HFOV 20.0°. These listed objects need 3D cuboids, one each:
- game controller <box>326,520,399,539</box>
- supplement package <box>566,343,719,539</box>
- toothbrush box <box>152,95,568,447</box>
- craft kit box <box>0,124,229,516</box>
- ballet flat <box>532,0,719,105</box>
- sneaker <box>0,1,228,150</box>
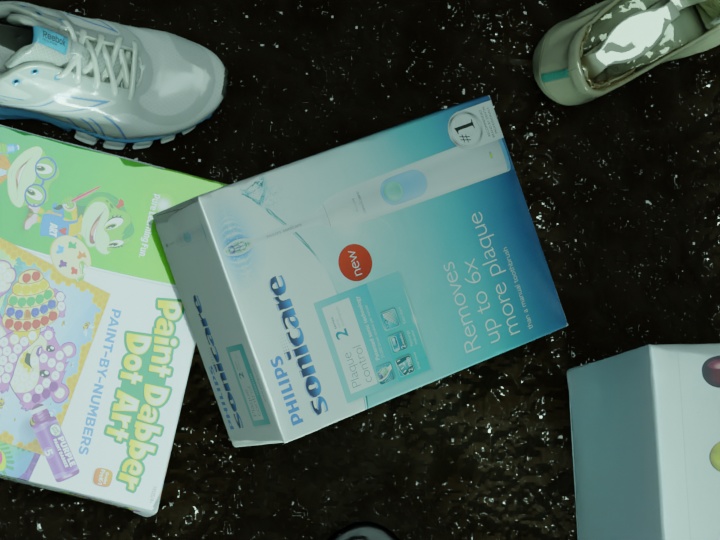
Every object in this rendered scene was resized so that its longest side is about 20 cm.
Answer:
[{"bbox_3d":[0.029,0.248,1.204,0.104,0.042,0.200,-40,91,-15],"label":"game controller"},{"bbox_3d":[0.199,0.148,1.198,0.110,0.156,0.202,-1,82,-12],"label":"supplement package"},{"bbox_3d":[0.000,0.000,1.191,0.199,0.085,0.148,-19,92,-24],"label":"toothbrush box"},{"bbox_3d":[-0.192,0.024,1.190,0.196,0.048,0.202,14,79,-13],"label":"craft kit box"},{"bbox_3d":[0.200,-0.165,1.293,0.199,0.069,0.070,-33,89,-15],"label":"ballet flat"},{"bbox_3d":[-0.173,-0.119,1.193,0.198,0.087,0.076,3,79,-13],"label":"sneaker"}]
